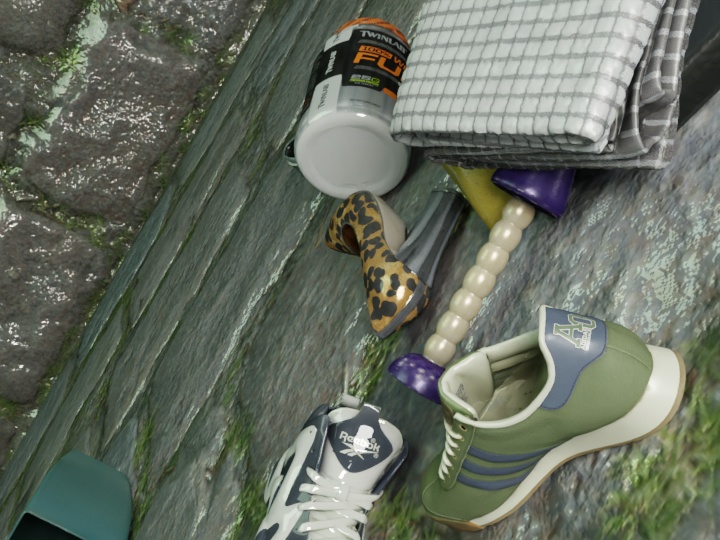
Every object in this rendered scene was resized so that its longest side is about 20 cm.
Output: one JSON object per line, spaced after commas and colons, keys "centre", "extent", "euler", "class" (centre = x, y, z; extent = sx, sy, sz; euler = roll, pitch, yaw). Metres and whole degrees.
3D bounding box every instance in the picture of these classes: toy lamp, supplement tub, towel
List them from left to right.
{"centre": [0.001, -0.181, 1.028], "extent": [0.123, 0.122, 0.200], "euler": [-45, 26, 39], "class": "supplement tub"}
{"centre": [0.088, -0.004, 0.661], "extent": [0.200, 0.058, 0.058], "euler": [-60, 19, 3], "class": "toy lamp"}
{"centre": [0.119, -0.145, 0.593], "extent": [0.200, 0.086, 0.166], "euler": [11, 81, 53], "class": "towel"}

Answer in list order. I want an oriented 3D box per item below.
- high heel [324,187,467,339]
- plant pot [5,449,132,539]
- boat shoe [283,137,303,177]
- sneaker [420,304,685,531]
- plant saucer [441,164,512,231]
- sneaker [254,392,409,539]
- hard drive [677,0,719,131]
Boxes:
{"centre": [0.000, 0.000, 0.850], "extent": [0.200, 0.071, 0.143], "euler": [-10, 48, 55], "class": "high heel"}
{"centre": [-0.399, 0.351, 1.308], "extent": [0.141, 0.141, 0.200], "euler": [-55, 13, 18], "class": "plant pot"}
{"centre": [-0.042, -0.158, 1.192], "extent": [0.200, 0.062, 0.073], "euler": [-13, 52, 65], "class": "boat shoe"}
{"centre": [0.075, 0.080, 0.528], "extent": [0.200, 0.090, 0.067], "euler": [-43, 27, 43], "class": "sneaker"}
{"centre": [0.112, -0.150, 0.758], "extent": [0.200, 0.048, 0.200], "euler": [-107, 39, -68], "class": "plant saucer"}
{"centre": [-0.018, 0.161, 0.669], "extent": [0.199, 0.079, 0.130], "euler": [-83, 18, -68], "class": "sneaker"}
{"centre": [0.215, -0.187, 0.626], "extent": [0.140, 0.033, 0.200], "euler": [-49, 23, 33], "class": "hard drive"}
